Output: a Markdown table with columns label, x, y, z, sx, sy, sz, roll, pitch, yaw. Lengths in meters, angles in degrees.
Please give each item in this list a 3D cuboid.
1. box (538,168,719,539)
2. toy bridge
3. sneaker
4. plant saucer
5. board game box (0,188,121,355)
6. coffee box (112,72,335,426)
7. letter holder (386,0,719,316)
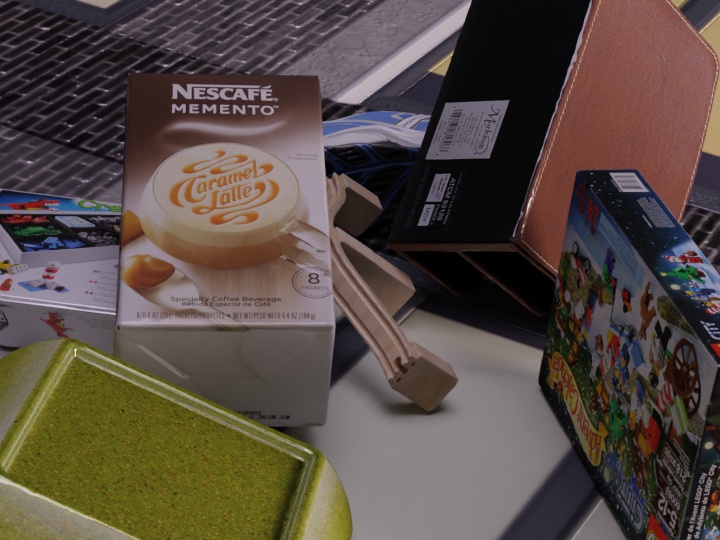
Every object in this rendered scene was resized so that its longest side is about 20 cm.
| label | x | y | z | sx | sy | sz | roll | pitch | yaw |
| --- | --- | --- | --- | --- | --- | --- | --- | --- | --- |
| box | 0.149 | 0.053 | 1.125 | 0.037 | 0.137 | 0.200 | -1 | 29 | -16 |
| toy bridge | 0.000 | 0.000 | 1.260 | 0.067 | 0.027 | 0.200 | 33 | 20 | -32 |
| sneaker | 0.047 | -0.073 | 1.395 | 0.199 | 0.076 | 0.077 | 3 | 27 | -16 |
| plant saucer | -0.096 | 0.105 | 1.001 | 0.199 | 0.048 | 0.200 | 25 | 23 | -3 |
| board game box | -0.128 | 0.006 | 1.260 | 0.199 | 0.035 | 0.126 | 7 | 29 | 2 |
| coffee box | -0.075 | -0.015 | 1.185 | 0.114 | 0.080 | 0.201 | 0 | 44 | -5 |
| letter holder | 0.123 | -0.073 | 1.313 | 0.100 | 0.201 | 0.142 | 0 | -27 | 44 |
